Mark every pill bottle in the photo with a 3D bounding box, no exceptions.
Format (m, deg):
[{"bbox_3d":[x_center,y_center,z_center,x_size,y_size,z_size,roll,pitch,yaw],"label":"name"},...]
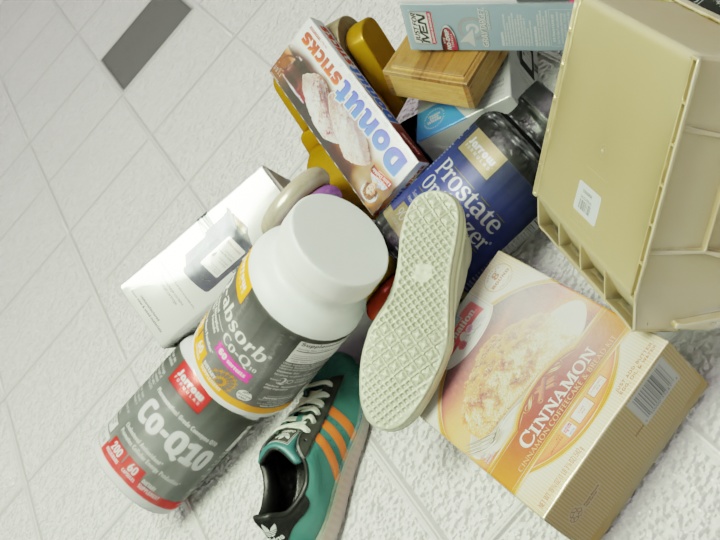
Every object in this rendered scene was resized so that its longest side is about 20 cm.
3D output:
[{"bbox_3d":[-0.063,0.033,0.910,0.201,0.115,0.118,-51,29,41],"label":"pill bottle"},{"bbox_3d":[0.117,-0.071,0.947,0.200,0.112,0.112,-44,37,9],"label":"pill bottle"},{"bbox_3d":[-0.169,0.140,1.065,0.200,0.114,0.114,-47,37,5],"label":"pill bottle"}]

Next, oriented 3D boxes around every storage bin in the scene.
[{"bbox_3d":[0.219,-0.086,0.771,0.201,0.092,0.202,-116,31,-61],"label":"storage bin"}]

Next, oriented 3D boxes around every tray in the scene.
[{"bbox_3d":[0.112,-0.254,1.042,0.097,0.037,0.202,15,62,33],"label":"tray"}]

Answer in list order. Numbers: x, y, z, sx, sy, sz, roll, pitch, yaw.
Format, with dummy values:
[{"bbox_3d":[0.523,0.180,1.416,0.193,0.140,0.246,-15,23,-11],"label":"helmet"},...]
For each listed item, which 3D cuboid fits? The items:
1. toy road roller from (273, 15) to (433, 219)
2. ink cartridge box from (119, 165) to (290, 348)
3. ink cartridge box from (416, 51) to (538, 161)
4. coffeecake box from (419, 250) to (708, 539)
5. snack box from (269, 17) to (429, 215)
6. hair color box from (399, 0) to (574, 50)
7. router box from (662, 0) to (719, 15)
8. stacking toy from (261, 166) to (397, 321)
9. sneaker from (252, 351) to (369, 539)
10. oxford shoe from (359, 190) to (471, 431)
[{"bbox_3d":[-0.010,-0.143,1.070,0.121,0.201,0.147,-21,24,32],"label":"toy road roller"},{"bbox_3d":[-0.139,-0.012,1.110,0.199,0.085,0.145,-39,-6,5],"label":"ink cartridge box"},{"bbox_3d":[0.123,-0.210,1.091,0.115,0.067,0.203,-23,45,31],"label":"ink cartridge box"},{"bbox_3d":[0.142,0.094,0.815,0.155,0.073,0.199,-54,37,-2],"label":"coffeecake box"},{"bbox_3d":[-0.014,-0.151,1.005,0.072,0.024,0.201,-46,64,25],"label":"snack box"},{"bbox_3d":[0.145,-0.263,0.974,0.196,0.061,0.100,4,57,20],"label":"hair color box"},{"bbox_3d":[0.305,-0.180,0.890,0.157,0.052,0.202,-38,39,17],"label":"router box"},{"bbox_3d":[0.000,0.000,0.974,0.085,0.200,0.085,-44,-8,-7],"label":"stacking toy"},{"bbox_3d":[-0.046,0.156,0.951,0.071,0.080,0.203,-18,48,38],"label":"sneaker"},{"bbox_3d":[0.050,0.035,0.861,0.074,0.058,0.204,10,79,19],"label":"oxford shoe"}]
